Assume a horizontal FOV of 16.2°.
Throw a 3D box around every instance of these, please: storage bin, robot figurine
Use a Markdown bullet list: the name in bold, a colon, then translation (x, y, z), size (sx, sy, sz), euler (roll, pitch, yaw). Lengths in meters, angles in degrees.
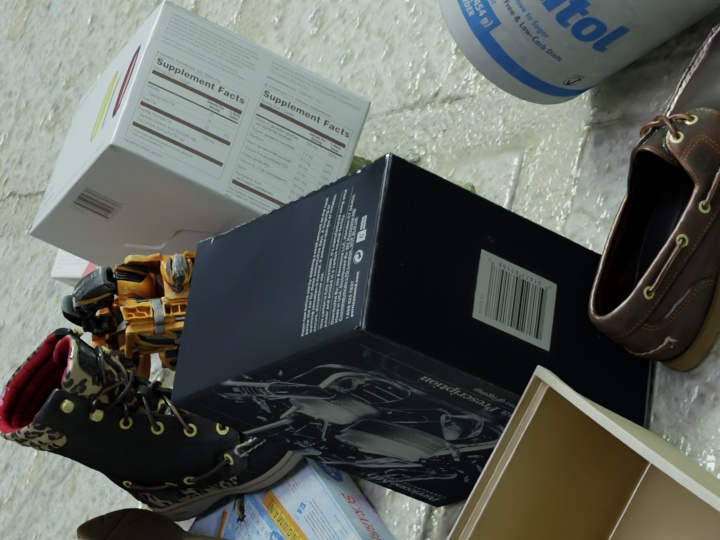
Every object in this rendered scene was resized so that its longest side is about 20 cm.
- **storage bin**: translation (0.121, 0.184, 1.254), size (0.200, 0.093, 0.200), euler (-62, 31, 5)
- **robot figurine**: translation (-0.124, 0.044, 1.653), size (0.200, 0.144, 0.059), euler (108, 155, -66)

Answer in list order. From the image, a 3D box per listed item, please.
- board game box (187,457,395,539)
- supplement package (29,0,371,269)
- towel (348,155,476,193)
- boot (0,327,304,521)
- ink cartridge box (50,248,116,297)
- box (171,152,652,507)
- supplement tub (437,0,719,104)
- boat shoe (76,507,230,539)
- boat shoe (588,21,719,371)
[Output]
- **board game box**: translation (-0.063, 0.213, 1.573), size (0.200, 0.041, 0.200), euler (-58, 30, 11)
- **supplement package**: translation (-0.111, -0.068, 1.686), size (0.200, 0.155, 0.112), euler (-37, 31, 62)
- **towel**: translation (0.000, 0.000, 1.634), size (0.200, 0.036, 0.149), euler (17, 85, 60)
- **boot**: translation (-0.123, 0.084, 1.572), size (0.200, 0.150, 0.074), euler (-31, 43, 45)
- **ink cartridge box**: translation (-0.153, -0.078, 1.900), size (0.116, 0.067, 0.202), euler (0, 70, 57)
- **box**: translation (0.030, 0.040, 1.395), size (0.182, 0.199, 0.105), euler (-22, 52, 50)
- **supplement tub**: translation (0.149, -0.191, 1.443), size (0.200, 0.131, 0.133), euler (-32, 43, 45)
- **boat shoe**: translation (-0.114, 0.203, 1.564), size (0.199, 0.072, 0.066), euler (16, 118, 56)
- **boat shoe**: translation (0.178, -0.050, 1.358), size (0.070, 0.070, 0.202), euler (-7, 62, 57)
